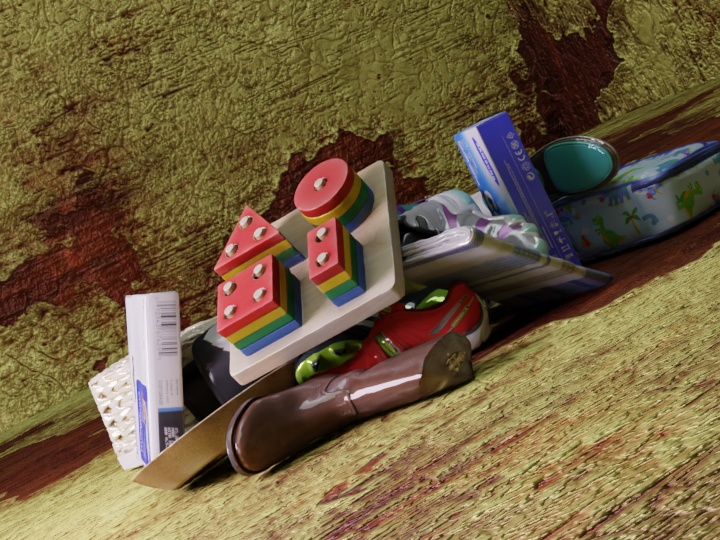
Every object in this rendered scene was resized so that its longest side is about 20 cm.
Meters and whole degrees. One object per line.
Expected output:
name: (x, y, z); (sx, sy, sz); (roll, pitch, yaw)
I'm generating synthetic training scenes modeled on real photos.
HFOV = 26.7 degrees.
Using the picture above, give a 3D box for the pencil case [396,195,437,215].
pencil case: (0.025, -0.047, 1.784); (0.199, 0.093, 0.085); (1, -20, -32)

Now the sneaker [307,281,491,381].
sneaker: (0.032, 0.070, 1.538); (0.199, 0.085, 0.077); (-25, 3, 3)

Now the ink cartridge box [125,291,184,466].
ink cartridge box: (-0.229, 0.123, 1.699); (0.047, 0.198, 0.200); (-4, 0, -12)

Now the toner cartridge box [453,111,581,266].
toner cartridge box: (0.175, -0.074, 1.683); (0.043, 0.200, 0.095); (-27, 4, -12)

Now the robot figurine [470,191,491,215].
robot figurine: (0.191, -0.058, 1.987); (0.200, 0.113, 0.170); (-26, 14, -7)

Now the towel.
towel: (0.135, -0.002, 1.523); (0.200, 0.024, 0.147); (15, -21, -35)

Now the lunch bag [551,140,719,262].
lunch bag: (0.320, -0.080, 1.744); (0.161, 0.083, 0.200); (-25, 4, -40)

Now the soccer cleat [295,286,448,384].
soccer cleat: (0.022, 0.072, 1.612); (0.199, 0.068, 0.081); (-25, 22, -2)

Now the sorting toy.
sorting toy: (-0.062, -0.015, 1.525); (0.200, 0.070, 0.199); (-30, 37, 21)

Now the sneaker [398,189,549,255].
sneaker: (0.100, -0.019, 1.634); (0.140, 0.078, 0.200); (-20, 27, -29)

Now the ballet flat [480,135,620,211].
ballet flat: (0.223, -0.114, 1.728); (0.200, 0.068, 0.064); (-19, 5, 44)

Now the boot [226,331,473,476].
boot: (-0.004, 0.118, 1.386); (0.200, 0.064, 0.186); (-17, 10, 33)

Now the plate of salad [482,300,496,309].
plate of salad: (0.066, 0.061, 1.717); (0.200, 0.048, 0.200); (-26, 4, 2)

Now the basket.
basket: (-0.211, 0.140, 1.848); (0.200, 0.124, 0.136); (-23, 6, 23)

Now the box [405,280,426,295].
box: (0.000, 0.000, 1.684); (0.075, 0.050, 0.200); (-21, -20, 21)

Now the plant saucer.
plant saucer: (-0.137, 0.163, 1.509); (0.200, 0.035, 0.200); (-36, -4, -3)

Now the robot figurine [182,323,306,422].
robot figurine: (-0.108, 0.094, 1.687); (0.200, 0.150, 0.125); (-35, -25, 5)
